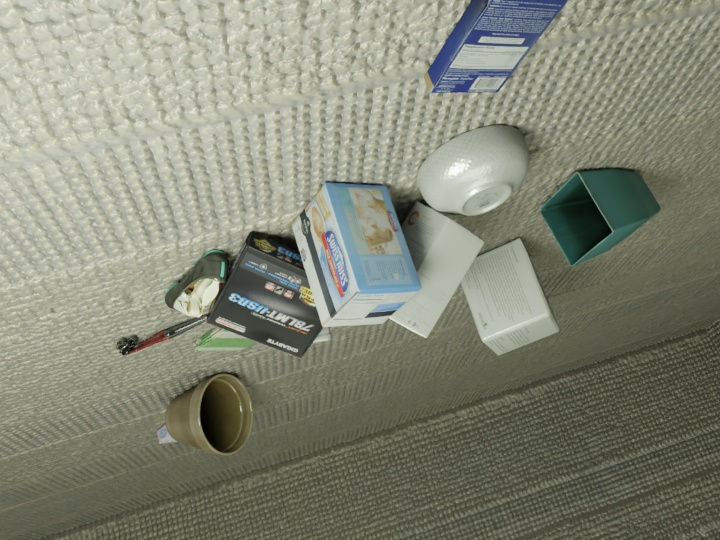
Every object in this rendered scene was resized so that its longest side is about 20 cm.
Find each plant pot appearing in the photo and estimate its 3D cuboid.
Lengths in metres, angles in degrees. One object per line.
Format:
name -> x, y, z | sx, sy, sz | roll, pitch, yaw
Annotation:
plant pot -> 0.511, -0.124, 1.490 | 0.197, 0.143, 0.142 | -15, 159, -29
plant pot -> -0.403, 0.378, 1.855 | 0.171, 0.204, 0.199 | -14, 164, 33

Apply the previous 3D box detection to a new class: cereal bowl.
cereal bowl -> 0.201, -0.155, 1.228 | 0.197, 0.084, 0.201 | -17, 157, -7

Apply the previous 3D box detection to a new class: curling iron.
curling iron -> -0.404, 0.132, 1.468 | 0.197, 0.026, 0.050 | -18, 161, -4

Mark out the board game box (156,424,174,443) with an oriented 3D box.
board game box -> -0.468, 0.451, 2.129 | 0.197, 0.044, 0.199 | 4, 148, -42

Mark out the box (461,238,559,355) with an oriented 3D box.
box -> 0.352, 0.068, 1.709 | 0.169, 0.203, 0.199 | -23, 157, 15

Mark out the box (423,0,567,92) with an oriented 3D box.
box -> 0.177, -0.306, 0.924 | 0.119, 0.033, 0.200 | -7, 156, -28

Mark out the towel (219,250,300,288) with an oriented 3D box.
towel -> -0.184, 0.016, 1.353 | 0.142, 0.023, 0.200 | 14, 143, -33

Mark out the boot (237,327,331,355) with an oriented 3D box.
boot -> -0.155, 0.122, 1.416 | 0.197, 0.097, 0.074 | -15, 177, 9

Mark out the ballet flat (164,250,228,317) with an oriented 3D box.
ballet flat -> -0.297, 0.039, 1.285 | 0.067, 0.069, 0.200 | 7, 147, -36

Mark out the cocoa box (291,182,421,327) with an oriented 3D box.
cocoa box -> -0.009, -0.026, 1.193 | 0.132, 0.203, 0.131 | -2, 152, -34

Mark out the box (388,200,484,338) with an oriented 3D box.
box -> 0.110, -0.004, 1.297 | 0.097, 0.124, 0.202 | 29, 95, -30

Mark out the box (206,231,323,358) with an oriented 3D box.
box -> -0.150, 0.051, 1.289 | 0.198, 0.050, 0.199 | 24, 124, -17

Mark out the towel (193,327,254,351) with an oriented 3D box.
towel -> -0.257, 0.130, 1.591 | 0.199, 0.024, 0.151 | -36, 153, 32
